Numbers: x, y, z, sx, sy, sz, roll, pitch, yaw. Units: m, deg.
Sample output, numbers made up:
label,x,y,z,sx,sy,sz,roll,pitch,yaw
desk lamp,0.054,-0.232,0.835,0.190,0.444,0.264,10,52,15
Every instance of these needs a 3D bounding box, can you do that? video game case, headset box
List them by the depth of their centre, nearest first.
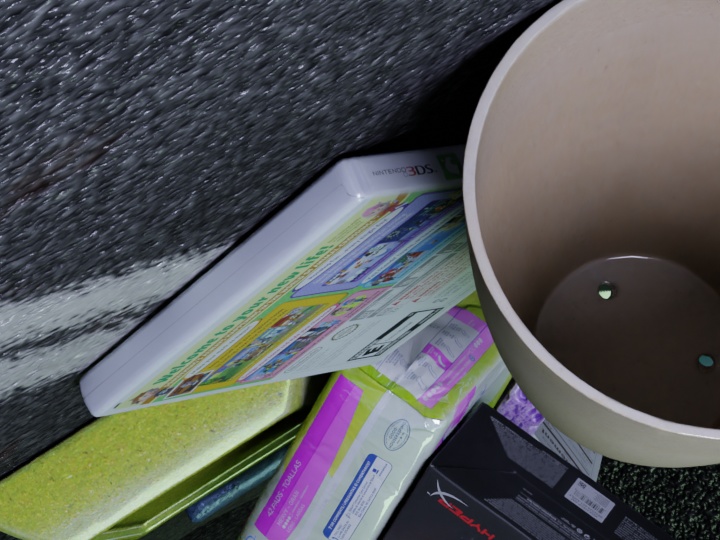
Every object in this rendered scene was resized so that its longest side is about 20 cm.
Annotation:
label,x,y,z,sx,sy,sz,roll,pitch,yaw
video game case,0.000,0.000,1.120,0.182,0.022,0.200,-9,159,-45
headset box,0.066,0.192,1.320,0.200,0.149,0.077,-59,171,34

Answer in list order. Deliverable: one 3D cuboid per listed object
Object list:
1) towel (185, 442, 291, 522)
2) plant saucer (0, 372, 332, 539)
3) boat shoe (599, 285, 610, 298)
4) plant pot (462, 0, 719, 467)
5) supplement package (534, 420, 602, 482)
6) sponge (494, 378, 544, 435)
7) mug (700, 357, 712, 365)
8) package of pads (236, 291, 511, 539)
label,x,y,z,sx,sy,sz,roll,pitch,yaw
towel,-0.026,0.077,1.529,0.200,0.049,0.112,-33,177,-3
plant saucer,-0.089,0.089,1.356,0.200,0.048,0.200,-33,173,6
boat shoe,0.141,-0.021,1.228,0.066,0.199,0.075,102,8,-45
plant pot,0.125,0.005,1.030,0.187,0.187,0.200,-30,164,-13
supplement package,0.081,0.093,1.626,0.114,0.110,0.200,-34,-170,21
sponge,0.134,0.007,1.449,0.200,0.030,0.112,-56,-177,29
mug,0.260,0.066,2.377,0.152,0.114,0.185,-28,171,-27
package of pads,0.023,0.072,1.353,0.155,0.068,0.200,-61,171,31
